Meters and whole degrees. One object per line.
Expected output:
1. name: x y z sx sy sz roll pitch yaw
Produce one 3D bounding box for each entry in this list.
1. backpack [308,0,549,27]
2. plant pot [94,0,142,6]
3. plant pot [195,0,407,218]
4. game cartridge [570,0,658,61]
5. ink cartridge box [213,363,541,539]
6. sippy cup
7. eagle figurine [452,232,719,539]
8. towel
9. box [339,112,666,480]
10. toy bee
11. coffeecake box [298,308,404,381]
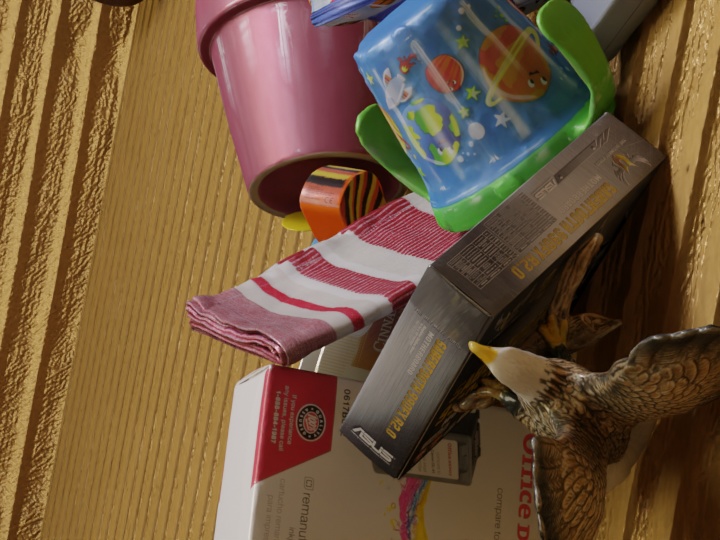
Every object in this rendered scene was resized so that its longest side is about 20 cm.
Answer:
1. backpack: 0.045 -0.224 1.488 0.200 0.190 0.154 -12 -93 -86
2. plant pot: -0.333 -0.515 3.151 0.200 0.187 0.187 -45 35 39
3. plant pot: -0.030 -0.145 1.744 0.200 0.199 0.179 129 142 -60
4. game cartridge: 0.171 -0.247 1.383 0.133 0.041 0.200 131 146 -54
5. ink cartridge box: 0.015 0.150 1.371 0.086 0.199 0.148 142 136 -66
6. sippy cup: 0.069 -0.115 1.379 0.178 0.130 0.140 -36 10 15
7. eagle figurine: 0.121 0.076 1.147 0.200 0.151 0.152 -146 54 -64
8. towel: 0.000 0.000 1.406 0.144 0.200 0.023 16 129 59
9. box: 0.085 0.014 1.288 0.200 0.048 0.159 -40 -16 -43
10. toy bee: 0.001 -0.020 1.715 0.200 0.131 0.109 103 -167 -51
11. coffeecake box: -0.004 0.103 1.547 0.200 0.073 0.154 91 -164 -61
